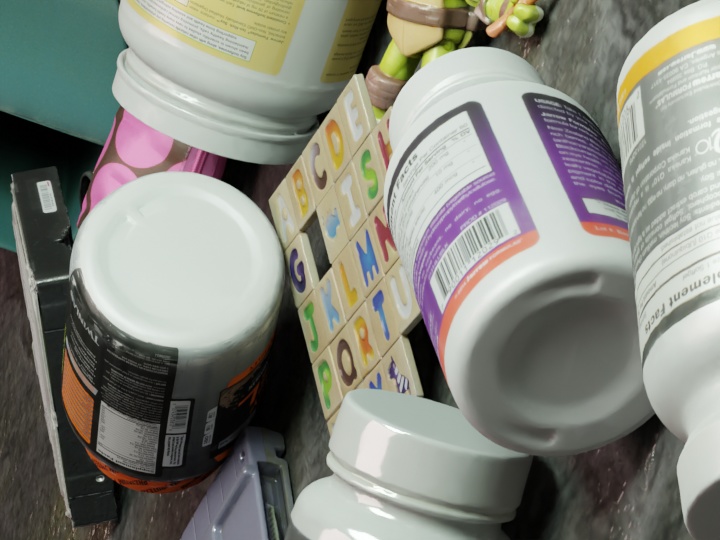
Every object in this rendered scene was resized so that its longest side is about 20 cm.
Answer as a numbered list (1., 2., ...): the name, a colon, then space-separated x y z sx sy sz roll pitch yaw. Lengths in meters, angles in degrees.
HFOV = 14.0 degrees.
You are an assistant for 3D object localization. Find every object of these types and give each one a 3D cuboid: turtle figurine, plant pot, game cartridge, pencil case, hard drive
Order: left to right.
1. plant pot: -0.252 -0.141 2.169 0.142 0.140 0.201 127 155 -45
2. hard drive: -0.198 0.051 1.953 0.140 0.038 0.201 -111 13 -54
3. pencil case: -0.107 -0.099 1.858 0.094 0.090 0.201 -133 60 -69
4. game cartridge: -0.070 0.205 1.679 0.130 0.038 0.201 -55 31 35
5. turtle figurine: 0.028 -0.134 1.563 0.199 0.064 0.162 22 107 37

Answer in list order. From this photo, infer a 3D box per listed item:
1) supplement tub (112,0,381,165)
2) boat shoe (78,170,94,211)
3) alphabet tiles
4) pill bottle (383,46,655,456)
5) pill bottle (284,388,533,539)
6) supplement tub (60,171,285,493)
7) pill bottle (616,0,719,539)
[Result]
1. supplement tub: -0.056 -0.177 1.696 0.146 0.144 0.201 -123 50 -60
2. boat shoe: -0.153 0.013 1.926 0.074 0.063 0.202 105 162 -45
3. alphabet tiles: 0.000 0.000 1.551 0.200 0.007 0.168 128 131 -62
4. pill bottle: 0.073 -0.017 1.346 0.200 0.111 0.112 -109 38 -53
5. pill bottle: 0.010 0.166 1.397 0.113 0.112 0.201 -144 69 -66
6. supplement tub: -0.112 0.043 1.705 0.200 0.122 0.123 104 167 -59
7. pill bottle: 0.161 0.002 1.119 0.116 0.116 0.201 131 144 -49
